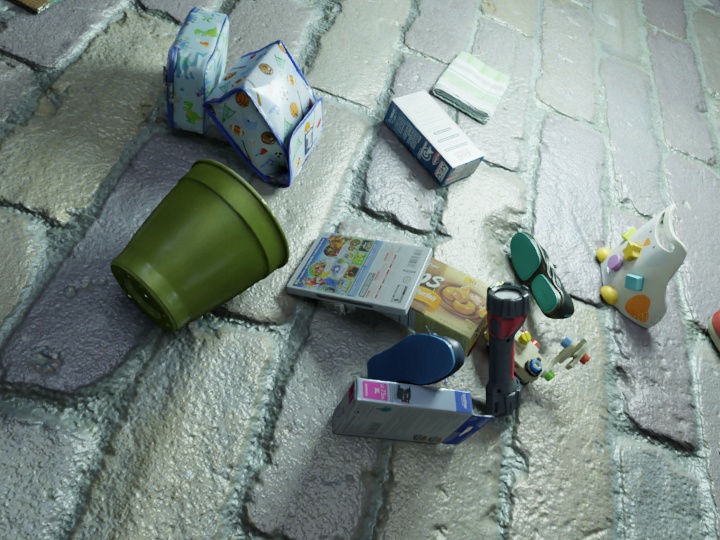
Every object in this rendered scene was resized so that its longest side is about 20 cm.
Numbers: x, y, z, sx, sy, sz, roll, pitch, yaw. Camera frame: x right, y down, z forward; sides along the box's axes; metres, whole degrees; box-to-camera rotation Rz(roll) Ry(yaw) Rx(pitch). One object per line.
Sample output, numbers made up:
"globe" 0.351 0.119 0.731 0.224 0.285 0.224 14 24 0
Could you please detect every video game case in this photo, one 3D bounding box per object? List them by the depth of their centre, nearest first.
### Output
"video game case" 0.000 0.000 1.057 0.199 0.018 0.143 10 46 20

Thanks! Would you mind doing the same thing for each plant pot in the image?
"plant pot" -0.238 -0.021 0.940 0.200 0.201 0.193 39 62 9

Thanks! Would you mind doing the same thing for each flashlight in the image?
"flashlight" 0.223 0.120 1.004 0.067 0.201 0.068 -2 24 8

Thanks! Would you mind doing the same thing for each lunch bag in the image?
"lunch bag" -0.150 -0.270 1.165 0.200 0.123 0.170 57 41 -32
"lunch bag" -0.289 -0.351 1.170 0.082 0.161 0.201 11 50 -7

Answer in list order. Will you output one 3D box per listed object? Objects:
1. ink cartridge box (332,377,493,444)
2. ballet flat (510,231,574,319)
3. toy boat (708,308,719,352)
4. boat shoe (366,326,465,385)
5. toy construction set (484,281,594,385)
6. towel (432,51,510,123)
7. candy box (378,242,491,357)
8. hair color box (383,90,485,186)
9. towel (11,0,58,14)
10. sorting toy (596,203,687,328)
"ink cartridge box" 0.071 0.202 0.927 0.199 0.119 0.042 11 53 -13
"ballet flat" 0.332 0.014 1.202 0.068 0.068 0.201 18 40 -30
"toy boat" 0.766 0.139 1.237 0.130 0.131 0.201 -4 57 -23
"boat shoe" 0.084 0.125 0.940 0.068 0.200 0.085 2 80 -33
"toy construction set" 0.280 0.111 1.103 0.200 0.092 0.131 35 49 20
"towel" 0.262 -0.432 1.527 0.149 0.031 0.200 31 50 2
"candy box" 0.113 0.043 1.060 0.199 0.055 0.115 26 52 24
"hair color box" 0.148 -0.271 1.343 0.100 0.061 0.200 -24 67 -33
"towel" -0.630 -0.583 1.297 0.146 0.022 0.200 27 52 1
"sorting toy" 0.543 -0.029 1.242 0.106 0.180 0.201 17 51 -9
